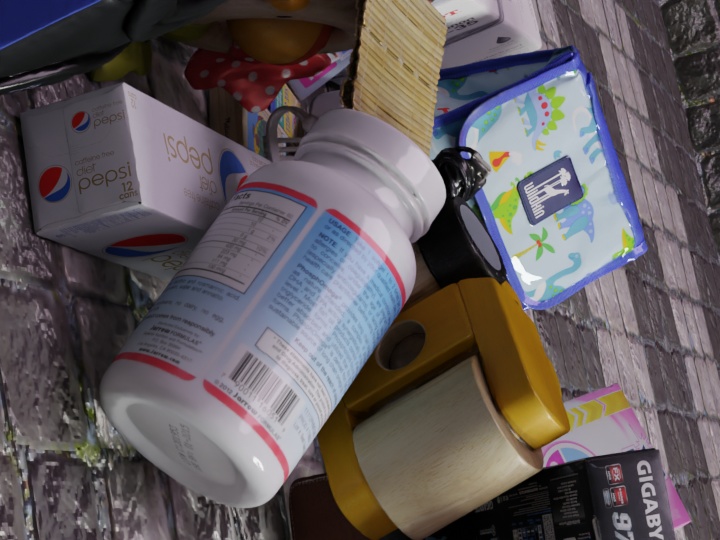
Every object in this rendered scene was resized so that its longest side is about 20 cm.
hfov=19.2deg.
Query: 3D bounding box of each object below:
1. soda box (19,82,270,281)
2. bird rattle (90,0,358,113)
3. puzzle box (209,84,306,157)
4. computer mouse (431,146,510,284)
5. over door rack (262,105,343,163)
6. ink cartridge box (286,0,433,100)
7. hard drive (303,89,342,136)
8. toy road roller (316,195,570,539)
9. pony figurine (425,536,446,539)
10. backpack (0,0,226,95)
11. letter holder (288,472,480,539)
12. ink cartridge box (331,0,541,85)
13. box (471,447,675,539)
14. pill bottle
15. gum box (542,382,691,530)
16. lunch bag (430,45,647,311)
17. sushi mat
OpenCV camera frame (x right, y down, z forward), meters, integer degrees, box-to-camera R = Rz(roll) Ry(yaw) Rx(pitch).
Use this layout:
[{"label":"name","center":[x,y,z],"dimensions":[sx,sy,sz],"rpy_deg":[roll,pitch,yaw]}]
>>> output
[{"label":"soda box","center":[-0.107,-0.041,1.163],"dimensions":[0.200,0.063,0.068],"rpy_deg":[25,52,-68]},{"label":"bird rattle","center":[-0.064,-0.141,1.239],"dimensions":[0.200,0.163,0.113],"rpy_deg":[25,70,-54]},{"label":"puzzle box","center":[-0.058,-0.042,1.377],"dimensions":[0.133,0.025,0.201],"rpy_deg":[53,28,-52]},{"label":"computer mouse","center":[0.078,0.026,1.408],"dimensions":[0.139,0.053,0.201],"rpy_deg":[135,-56,-60]},{"label":"over door rack","center":[0.000,0.000,1.317],"dimensions":[0.148,0.066,0.201],"rpy_deg":[-5,99,-58]},{"label":"ink cartridge box","center":[0.005,-0.217,1.416],"dimensions":[0.119,0.200,0.042],"rpy_deg":[51,1,-40]},{"label":"hard drive","center":[-0.003,-0.003,1.446],"dimensions":[0.132,0.027,0.201],"rpy_deg":[-83,161,-55]},{"label":"toy road roller","center":[0.055,0.071,1.191],"dimensions":[0.146,0.123,0.200],"rpy_deg":[46,20,-39]},{"label":"pony figurine","center":[0.025,0.217,1.111],"dimensions":[0.200,0.193,0.167],"rpy_deg":[-139,-150,-63]},{"label":"backpack","center":[-0.137,-0.182,1.025],"dimensions":[0.200,0.162,0.168],"rpy_deg":[-26,97,-71]},{"label":"letter holder","center":[0.016,0.218,1.307],"dimensions":[0.100,0.142,0.201],"rpy_deg":[-8,84,-40]},{"label":"ink cartridge box","center":[0.034,-0.196,1.578],"dimensions":[0.200,0.146,0.083],"rpy_deg":[13,61,-69]},{"label":"box","center":[0.121,0.187,1.179],"dimensions":[0.200,0.046,0.160],"rpy_deg":[145,-63,-71]},{"label":"pill bottle","center":[-0.040,0.016,1.113],"dimensions":[0.200,0.109,0.109],"rpy_deg":[-55,137,-24]},{"label":"gum box","center":[0.135,0.159,1.493],"dimensions":[0.200,0.066,0.114],"rpy_deg":[-15,75,-45]},{"label":"lunch bag","center":[0.091,-0.058,1.550],"dimensions":[0.128,0.199,0.170],"rpy_deg":[-81,151,-62]},{"label":"sushi mat","center":[0.021,-0.122,1.230],"dimensions":[0.200,0.012,0.096],"rpy_deg":[24,75,-75]}]
